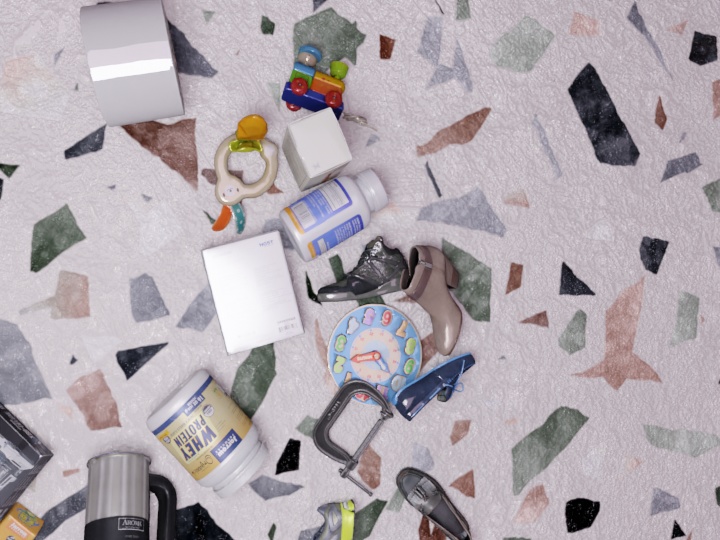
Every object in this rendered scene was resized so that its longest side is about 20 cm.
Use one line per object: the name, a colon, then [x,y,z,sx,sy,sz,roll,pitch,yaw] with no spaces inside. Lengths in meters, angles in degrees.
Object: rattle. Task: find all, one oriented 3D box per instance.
rattle: [-0.219,-0.169,1.271,0.129,0.142,0.203,31,78,-28]

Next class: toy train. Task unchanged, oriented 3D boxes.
toy train: [-0.047,-0.354,1.336,0.196,0.085,0.118,18,74,-11]

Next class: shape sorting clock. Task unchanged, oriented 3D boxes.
shape sorting clock: [0.030,0.169,1.367,0.195,0.039,0.205,0,90,-11]

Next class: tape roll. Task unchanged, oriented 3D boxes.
tape roll: [-0.395,-0.365,1.201,0.136,0.203,0.207,-12,92,-10]

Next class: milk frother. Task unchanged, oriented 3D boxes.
milk frother: [-0.450,0.458,1.233,0.197,0.181,0.191,-21,56,17]

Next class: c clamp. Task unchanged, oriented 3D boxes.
c clamp: [-0.004,0.321,1.350,0.169,0.027,0.203,29,101,0]

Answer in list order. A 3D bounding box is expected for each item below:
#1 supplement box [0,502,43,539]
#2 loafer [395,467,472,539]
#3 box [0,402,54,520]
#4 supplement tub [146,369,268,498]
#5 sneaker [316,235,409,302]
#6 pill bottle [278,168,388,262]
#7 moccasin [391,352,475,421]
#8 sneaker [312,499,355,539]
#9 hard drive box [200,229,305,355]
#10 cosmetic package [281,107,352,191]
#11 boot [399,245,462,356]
supplement box: [-0.662,0.522,1.218,0.066,0.069,0.201,40,80,-11]
loafer: [0.155,0.477,1.379,0.200,0.063,0.072,45,82,-8]
box: [-0.669,0.355,1.203,0.157,0.050,0.201,39,83,9]
supplement tub: [-0.277,0.300,1.253,0.144,0.144,0.201,-42,97,-8]
sneaker: [0.000,0.000,1.344,0.195,0.076,0.117,-14,91,-14]
pill bottle: [-0.049,-0.112,1.314,0.198,0.112,0.113,-31,96,-10]
moccasin: [0.153,0.235,1.363,0.198,0.081,0.069,-28,72,-18]
sneaker: [-0.056,0.552,1.342,0.079,0.074,0.205,5,83,-2]
hard drive box: [-0.205,0.040,1.301,0.153,0.077,0.204,-14,93,-11]
cosmetic package: [-0.085,-0.218,1.261,0.086,0.200,0.105,-24,95,-9]
boot: [0.135,0.053,1.345,0.145,0.069,0.204,22,66,-41]
